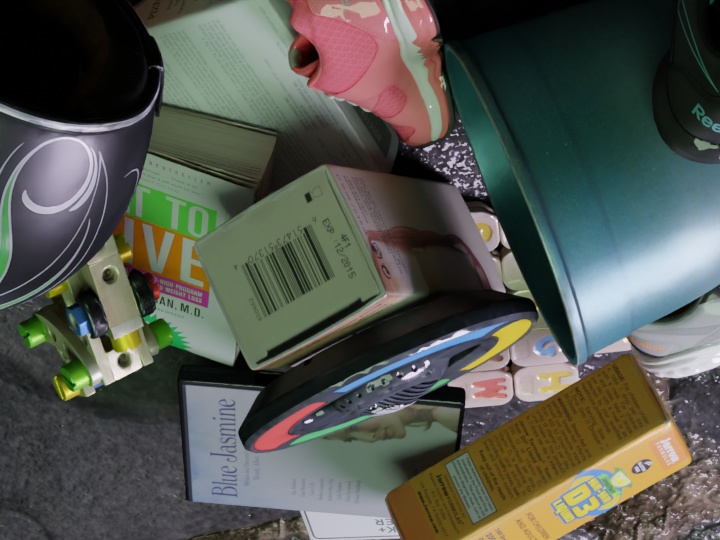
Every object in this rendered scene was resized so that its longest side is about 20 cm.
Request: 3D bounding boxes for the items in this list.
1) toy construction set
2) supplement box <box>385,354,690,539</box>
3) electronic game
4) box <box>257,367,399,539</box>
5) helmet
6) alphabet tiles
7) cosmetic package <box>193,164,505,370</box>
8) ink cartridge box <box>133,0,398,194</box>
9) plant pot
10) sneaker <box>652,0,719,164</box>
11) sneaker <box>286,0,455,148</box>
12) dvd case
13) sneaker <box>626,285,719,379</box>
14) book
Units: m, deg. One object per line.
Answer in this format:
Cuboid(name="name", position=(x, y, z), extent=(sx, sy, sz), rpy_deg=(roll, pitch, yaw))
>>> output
Cuboid(name="toy construction set", position=(-0.185, -0.008, 0.989), extent=(0.092, 0.131, 0.201), rpy_deg=(-40, 117, -19))
Cuboid(name="supplement box", position=(0.122, 0.142, 1.108), extent=(0.199, 0.069, 0.067), rpy_deg=(-33, 140, 6))
Cuboid(name="electronic game", position=(0.018, 0.065, 0.992), extent=(0.199, 0.042, 0.200), rpy_deg=(-23, 169, -5))
Cuboid(name="box", position=(0.000, 0.118, 1.194), extent=(0.116, 0.060, 0.201), rpy_deg=(-3, 136, 11))
Cuboid(name="helmet", position=(-0.214, -0.068, 0.832), extent=(0.199, 0.201, 0.191), rpy_deg=(26, 128, -24))
Cuboid(name="alphabet tiles", position=(0.103, 0.026, 1.144), extent=(0.194, 0.015, 0.201), rpy_deg=(-6, 134, 4))
Cuboid(name="cosmetic package", position=(0.000, 0.000, 0.989), extent=(0.103, 0.088, 0.200), rpy_deg=(-31, 168, 23))
Cuboid(name="ink cartridge box", position=(-0.099, -0.104, 1.002), extent=(0.199, 0.047, 0.160), rpy_deg=(-10, 136, 28))
Cuboid(name="plant pot", position=(0.171, -0.072, 0.932), extent=(0.187, 0.201, 0.201), rpy_deg=(-22, 133, 1))
Cuboid(name="sneaker", position=(0.196, -0.156, 0.834), extent=(0.075, 0.201, 0.079), rpy_deg=(8, 155, -4))
Cuboid(name="sneaker", position=(0.003, -0.126, 0.919), extent=(0.086, 0.074, 0.200), rpy_deg=(-13, 160, 3))
Cuboid(name="dvd case", position=(-0.029, 0.125, 1.147), extent=(0.199, 0.018, 0.143), rpy_deg=(5, 137, 2))
Cuboid(name="sneaker", position=(0.265, 0.011, 1.086), extent=(0.199, 0.074, 0.079), rpy_deg=(-24, 135, 22))
Cuboid(name="book", position=(-0.131, -0.025, 1.040), extent=(0.133, 0.048, 0.200), rpy_deg=(17, 143, 3))
